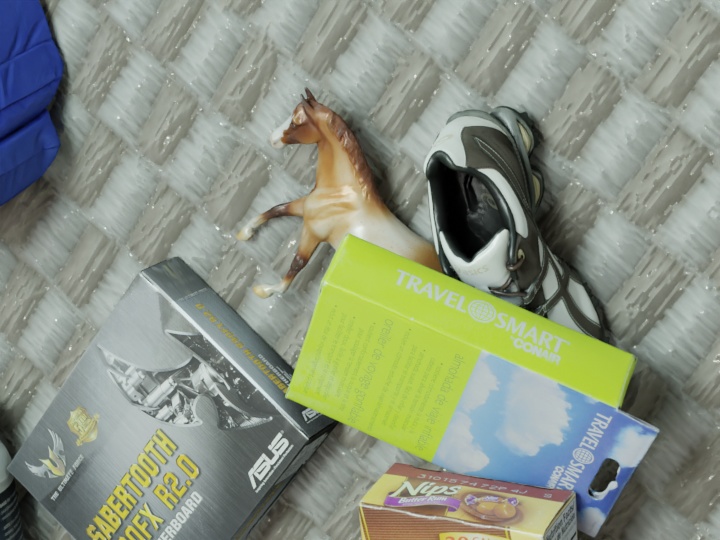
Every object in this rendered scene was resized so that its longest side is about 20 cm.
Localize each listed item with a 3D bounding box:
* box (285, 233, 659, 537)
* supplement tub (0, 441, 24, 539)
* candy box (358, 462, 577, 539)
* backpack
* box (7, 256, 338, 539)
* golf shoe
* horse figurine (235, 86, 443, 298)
[{"bbox_3d":[0.064,0.067,1.083,0.199,0.048,0.122,24,141,4],"label":"box"},{"bbox_3d":[-0.306,0.194,1.336,0.140,0.140,0.201,0,104,28],"label":"supplement tub"},{"bbox_3d":[0.068,0.218,1.117,0.116,0.056,0.201,6,114,26],"label":"candy box"},{"bbox_3d":[-0.314,-0.102,1.242,0.199,0.162,0.168,-12,102,30],"label":"backpack"},{"bbox_3d":[-0.128,0.116,1.269,0.158,0.048,0.200,44,120,10],"label":"box"},{"bbox_3d":[0.081,0.008,1.099,0.078,0.094,0.201,-18,97,30],"label":"golf shoe"},{"bbox_3d":[0.000,0.000,1.167,0.200,0.050,0.133,51,126,8],"label":"horse figurine"}]
